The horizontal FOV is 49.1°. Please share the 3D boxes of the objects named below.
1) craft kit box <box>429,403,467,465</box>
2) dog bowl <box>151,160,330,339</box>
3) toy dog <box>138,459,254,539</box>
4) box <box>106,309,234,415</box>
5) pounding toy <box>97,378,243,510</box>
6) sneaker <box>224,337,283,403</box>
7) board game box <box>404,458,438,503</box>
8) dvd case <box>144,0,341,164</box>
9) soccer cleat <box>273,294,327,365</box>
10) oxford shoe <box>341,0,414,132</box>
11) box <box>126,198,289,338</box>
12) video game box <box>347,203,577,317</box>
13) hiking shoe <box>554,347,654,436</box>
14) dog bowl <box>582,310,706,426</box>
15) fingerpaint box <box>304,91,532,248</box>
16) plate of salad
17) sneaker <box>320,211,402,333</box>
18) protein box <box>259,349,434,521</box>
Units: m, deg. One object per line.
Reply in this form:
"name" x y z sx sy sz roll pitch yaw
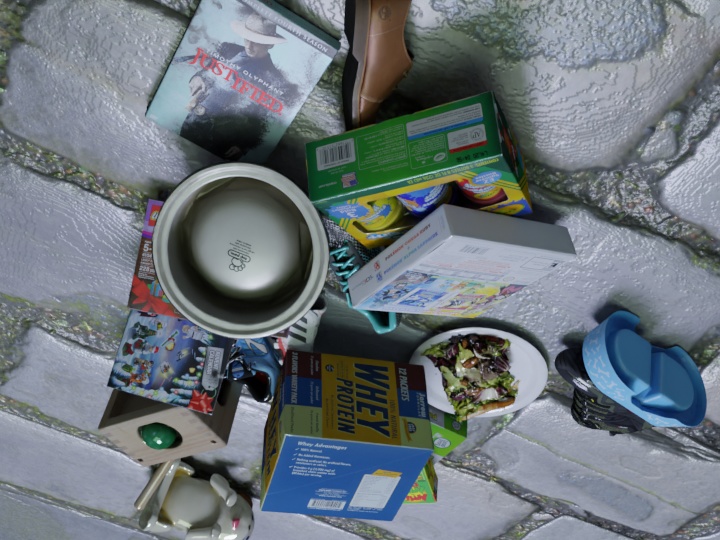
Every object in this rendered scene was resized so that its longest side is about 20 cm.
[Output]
"craft kit box" 0.033 0.259 1.247 0.197 0.049 0.200 24 132 -17
"dog bowl" -0.131 -0.028 0.901 0.199 0.074 0.201 0 103 2
"toy dog" -0.283 0.433 1.399 0.199 0.140 0.194 28 144 -17
"box" -0.227 0.070 1.012 0.136 0.201 0.040 16 172 -8
"pounding toy" -0.268 0.208 1.135 0.183 0.201 0.142 -18 129 24
"sneaker" -0.165 0.107 1.099 0.078 0.090 0.200 -19 125 25
"board game box" 0.015 0.326 1.252 0.199 0.048 0.102 -6 133 15
"dvd case" -0.131 -0.203 0.847 0.146 0.022 0.200 28 130 -17
"soccer cleat" -0.080 0.069 1.069 0.085 0.069 0.201 -11 131 7
"oxford shoe" 0.018 -0.195 0.803 0.071 0.072 0.200 -5 141 -12
"box" -0.174 -0.001 0.974 0.199 0.138 0.039 10 176 -2
"video game box" 0.116 -0.003 0.912 0.199 0.047 0.182 7 148 -37
"hiking shoe" 0.327 0.183 1.105 0.200 0.076 0.101 35 126 -24
"dog bowl" 0.371 0.136 1.035 0.200 0.112 0.050 31 143 -20
"fingerpaint box" 0.066 -0.095 0.834 0.199 0.074 0.167 -12 161 18
"plate of salad" 0.166 0.156 1.125 0.199 0.048 0.201 5 134 5
"sneaker" 0.000 0.000 0.971 0.077 0.091 0.200 -25 125 28
"protein box" -0.026 0.233 1.090 0.197 0.135 0.200 8 135 -12
